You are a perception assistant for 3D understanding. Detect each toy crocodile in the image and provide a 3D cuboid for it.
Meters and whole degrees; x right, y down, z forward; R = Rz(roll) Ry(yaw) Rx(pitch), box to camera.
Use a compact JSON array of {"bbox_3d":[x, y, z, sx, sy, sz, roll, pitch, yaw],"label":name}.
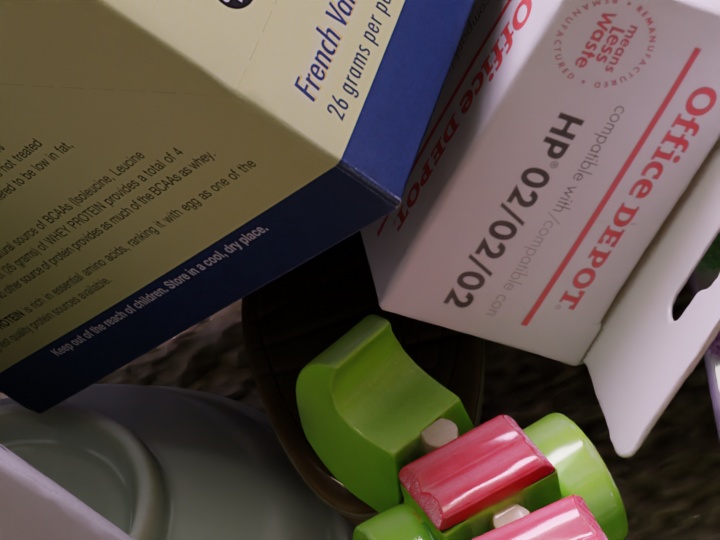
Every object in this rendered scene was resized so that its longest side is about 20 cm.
[{"bbox_3d":[0.050,0.088,0.683,0.067,0.062,0.200,-27,51,-12],"label":"toy crocodile"}]

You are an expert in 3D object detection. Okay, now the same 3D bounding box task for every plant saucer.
[{"bbox_3d":[-0.101,0.090,0.770,0.199,0.050,0.201,-13,37,10],"label":"plant saucer"}]

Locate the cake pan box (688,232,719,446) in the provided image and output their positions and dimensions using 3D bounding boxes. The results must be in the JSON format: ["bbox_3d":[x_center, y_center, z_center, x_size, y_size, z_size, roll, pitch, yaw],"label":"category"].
[{"bbox_3d":[0.183,-0.034,0.749,0.198,0.052,0.185,-11,61,9],"label":"cake pan box"}]

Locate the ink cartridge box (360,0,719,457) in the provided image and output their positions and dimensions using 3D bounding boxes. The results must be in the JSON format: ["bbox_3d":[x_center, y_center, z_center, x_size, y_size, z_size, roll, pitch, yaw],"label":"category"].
[{"bbox_3d":[0.048,-0.059,0.740,0.067,0.116,0.201,16,33,-23],"label":"ink cartridge box"}]

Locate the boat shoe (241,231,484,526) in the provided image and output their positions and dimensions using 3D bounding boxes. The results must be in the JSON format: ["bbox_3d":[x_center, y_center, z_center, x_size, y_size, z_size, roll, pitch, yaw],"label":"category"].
[{"bbox_3d":[0.000,0.000,0.823,0.073,0.067,0.201,-15,51,5],"label":"boat shoe"}]

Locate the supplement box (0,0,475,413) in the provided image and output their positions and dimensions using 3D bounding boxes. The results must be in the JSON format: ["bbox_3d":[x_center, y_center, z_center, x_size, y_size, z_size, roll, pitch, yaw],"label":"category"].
[{"bbox_3d":[-0.098,-0.091,0.707,0.200,0.199,0.135,-29,33,52],"label":"supplement box"}]

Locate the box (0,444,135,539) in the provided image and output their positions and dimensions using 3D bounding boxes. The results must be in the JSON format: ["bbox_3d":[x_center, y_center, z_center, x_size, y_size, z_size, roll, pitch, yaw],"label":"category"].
[{"bbox_3d":[-0.185,0.099,0.677,0.198,0.131,0.201,27,82,43],"label":"box"}]
